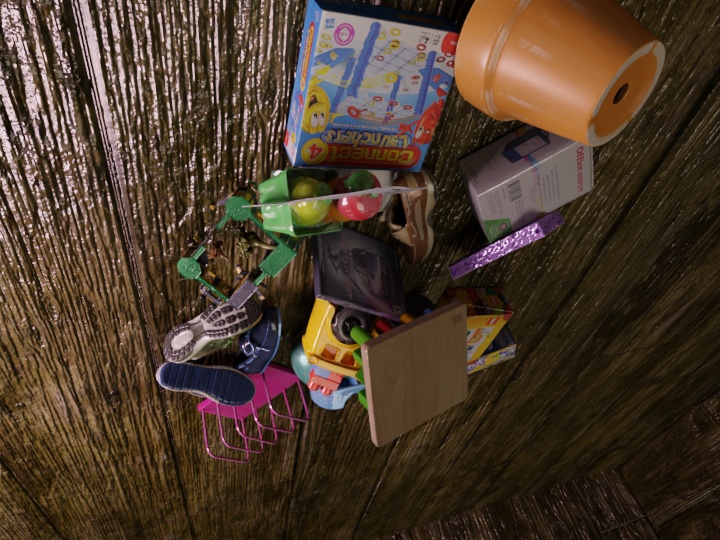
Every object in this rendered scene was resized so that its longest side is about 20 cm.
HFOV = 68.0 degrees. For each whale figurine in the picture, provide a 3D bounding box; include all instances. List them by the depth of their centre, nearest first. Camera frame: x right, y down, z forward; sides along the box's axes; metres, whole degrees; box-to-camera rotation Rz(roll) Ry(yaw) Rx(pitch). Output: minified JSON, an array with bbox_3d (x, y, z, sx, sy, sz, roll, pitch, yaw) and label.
[{"bbox_3d":[-0.045,0.169,1.083,0.197,0.104,0.161,-17,122,6],"label":"whale figurine"}]

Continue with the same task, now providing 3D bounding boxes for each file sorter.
[{"bbox_3d":[-0.230,0.314,1.167,0.199,0.127,0.138,-36,143,17],"label":"file sorter"}]

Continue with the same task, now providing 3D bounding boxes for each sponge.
[{"bbox_3d":[0.263,-0.047,0.980,0.199,0.030,0.111,-30,178,41],"label":"sponge"}]

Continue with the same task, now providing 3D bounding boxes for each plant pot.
[{"bbox_3d":[0.247,-0.252,0.648,0.198,0.184,0.202,-29,146,-21],"label":"plant pot"}]

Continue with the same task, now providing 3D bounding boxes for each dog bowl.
[{"bbox_3d":[-0.018,0.245,1.214,0.196,0.112,0.050,-8,127,-16],"label":"dog bowl"}]

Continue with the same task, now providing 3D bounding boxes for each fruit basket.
[{"bbox_3d":[-0.028,-0.104,0.712,0.197,0.096,0.184,-10,-177,29],"label":"fruit basket"}]

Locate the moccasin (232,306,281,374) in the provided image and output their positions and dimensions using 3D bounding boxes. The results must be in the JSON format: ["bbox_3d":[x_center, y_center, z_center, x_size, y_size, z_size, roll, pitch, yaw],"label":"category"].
[{"bbox_3d":[-0.202,0.145,1.025,0.067,0.081,0.202,5,134,-24],"label":"moccasin"}]

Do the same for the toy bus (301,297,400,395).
[{"bbox_3d":[-0.014,0.145,0.992,0.197,0.136,0.195,21,99,-18],"label":"toy bus"}]

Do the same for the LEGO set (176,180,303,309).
[{"bbox_3d":[-0.174,-0.045,0.820,0.153,0.116,0.201,32,118,-13],"label":"LEGO set"}]

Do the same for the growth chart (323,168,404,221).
[{"bbox_3d":[-0.010,-0.144,0.828,0.197,0.018,0.146,7,133,-32],"label":"growth chart"}]

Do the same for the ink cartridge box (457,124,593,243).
[{"bbox_3d":[0.279,-0.157,0.897,0.198,0.088,0.146,-27,143,8],"label":"ink cartridge box"}]

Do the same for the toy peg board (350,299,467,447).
[{"bbox_3d":[0.077,0.156,0.914,0.197,0.098,0.203,-21,121,-25],"label":"toy peg board"}]

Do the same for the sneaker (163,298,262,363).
[{"bbox_3d":[-0.258,0.110,0.977,0.197,0.078,0.089,-24,155,11],"label":"sneaker"}]

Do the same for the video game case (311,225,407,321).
[{"bbox_3d":[0.000,0.000,0.902,0.198,0.145,0.019,20,144,-41],"label":"video game case"}]

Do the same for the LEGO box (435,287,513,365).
[{"bbox_3d":[0.232,0.134,1.224,0.146,0.078,0.202,-1,137,-25],"label":"LEGO box"}]

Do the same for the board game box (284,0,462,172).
[{"bbox_3d":[0.014,-0.231,0.694,0.197,0.056,0.198,-3,133,-24],"label":"board game box"}]

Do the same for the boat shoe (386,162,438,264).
[{"bbox_3d":[0.077,-0.088,0.885,0.073,0.076,0.202,-20,140,-15],"label":"boat shoe"}]

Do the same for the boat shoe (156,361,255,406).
[{"bbox_3d":[-0.306,0.217,1.064,0.198,0.073,0.072,24,165,-28],"label":"boat shoe"}]

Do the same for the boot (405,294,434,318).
[{"bbox_3d":[0.093,0.126,1.170,0.198,0.069,0.130,-30,147,21],"label":"boot"}]

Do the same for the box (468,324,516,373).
[{"bbox_3d":[0.290,0.211,1.356,0.197,0.065,0.071,-19,142,-4],"label":"box"}]
